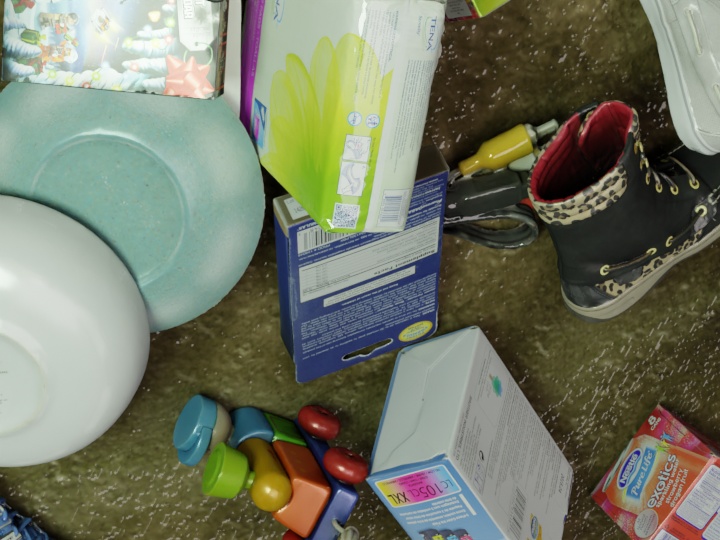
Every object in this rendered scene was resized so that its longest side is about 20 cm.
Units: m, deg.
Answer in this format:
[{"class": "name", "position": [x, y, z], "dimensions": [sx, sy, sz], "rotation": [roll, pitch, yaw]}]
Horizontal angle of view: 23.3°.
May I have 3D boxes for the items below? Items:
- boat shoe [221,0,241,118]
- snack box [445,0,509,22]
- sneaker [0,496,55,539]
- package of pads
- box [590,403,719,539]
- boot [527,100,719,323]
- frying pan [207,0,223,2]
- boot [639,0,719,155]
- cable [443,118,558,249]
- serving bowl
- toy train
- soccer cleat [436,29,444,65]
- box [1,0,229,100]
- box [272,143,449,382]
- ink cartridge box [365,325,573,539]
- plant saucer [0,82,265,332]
[{"class": "boat shoe", "position": [-0.119, -0.174, 1.129], "dimensions": [0.068, 0.072, 0.202], "rotation": [-10, 124, -18]}, {"class": "snack box", "position": [0.113, -0.274, 1.148], "dimensions": [0.199, 0.053, 0.143], "rotation": [-33, 108, -20]}, {"class": "sneaker", "position": [-0.263, 0.188, 1.215], "dimensions": [0.199, 0.076, 0.077], "rotation": [23, 106, -30]}, {"class": "package of pads", "position": [-0.018, -0.129, 1.107], "dimensions": [0.067, 0.200, 0.156], "rotation": [1, 112, -24]}, {"class": "box", "position": [0.302, 0.210, 1.451], "dimensions": [0.199, 0.096, 0.100], "rotation": [32, 98, -31]}, {"class": "boot", "position": [0.209, -0.070, 1.277], "dimensions": [0.200, 0.073, 0.151], "rotation": [-41, 140, -5]}, {"class": "frying pan", "position": [-0.178, -0.210, 1.033], "dimensions": [0.114, 0.031, 0.191], "rotation": [-33, 94, 12]}, {"class": "boot", "position": [0.253, -0.187, 1.220], "dimensions": [0.073, 0.095, 0.202], "rotation": [-21, 95, -45]}, {"class": "cable", "position": [0.057, -0.051, 1.280], "dimensions": [0.198, 0.051, 0.098], "rotation": [-11, 134, -5]}, {"class": "serving bowl", "position": [-0.239, 0.054, 1.129], "dimensions": [0.198, 0.066, 0.202], "rotation": [2, 123, 2]}, {"class": "toy train", "position": [-0.059, 0.155, 1.218], "dimensions": [0.115, 0.200, 0.085], "rotation": [22, 103, -24]}, {"class": "soccer cleat", "position": [0.038, -0.178, 1.176], "dimensions": [0.069, 0.086, 0.202], "rotation": [13, 106, -27]}, {"class": "box", "position": [-0.146, -0.211, 1.063], "dimensions": [0.135, 0.040, 0.202], "rotation": [5, 101, 3]}, {"class": "box", "position": [0.000, 0.000, 1.237], "dimensions": [0.120, 0.033, 0.201], "rotation": [-20, 146, -14]}, {"class": "ink cartridge box", "position": [0.094, 0.164, 1.315], "dimensions": [0.076, 0.137, 0.201], "rotation": [-17, 125, 30]}, {"class": "plant saucer", "position": [-0.163, -0.043, 1.135], "dimensions": [0.198, 0.039, 0.203], "rotation": [1, 112, 3]}]
